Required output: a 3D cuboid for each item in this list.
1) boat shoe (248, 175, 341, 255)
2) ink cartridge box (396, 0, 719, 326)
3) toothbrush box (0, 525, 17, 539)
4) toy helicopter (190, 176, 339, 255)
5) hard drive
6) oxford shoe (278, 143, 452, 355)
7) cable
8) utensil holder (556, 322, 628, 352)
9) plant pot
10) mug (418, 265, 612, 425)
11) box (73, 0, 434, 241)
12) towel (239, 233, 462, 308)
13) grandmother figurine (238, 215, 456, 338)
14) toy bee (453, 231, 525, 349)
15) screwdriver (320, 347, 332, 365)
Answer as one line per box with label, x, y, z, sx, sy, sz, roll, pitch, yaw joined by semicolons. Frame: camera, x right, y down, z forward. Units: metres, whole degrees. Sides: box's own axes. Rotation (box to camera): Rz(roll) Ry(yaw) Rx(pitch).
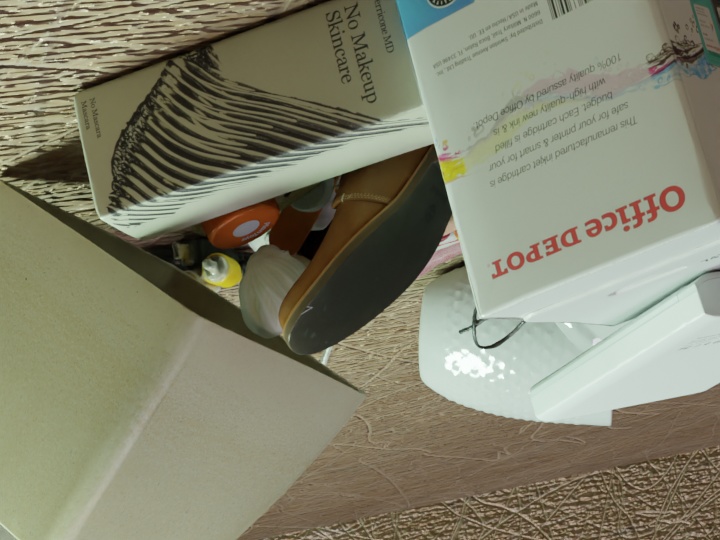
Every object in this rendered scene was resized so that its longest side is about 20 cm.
boat shoe;-0.040;-0.026;1.276;0.070;0.071;0.200;-10;167;-14
ink cartridge box;0.131;-0.088;0.949;0.146;0.202;0.145;-23;164;33
toothbrush box;-0.283;0.188;1.353;0.145;0.086;0.200;-9;165;-23
toy helicopter;-0.018;-0.075;1.121;0.198;0.079;0.132;-28;159;1
hard drive;0.197;0.039;1.031;0.130;0.027;0.200;-8;164;-24
oxford shoe;0.011;-0.039;1.052;0.201;0.071;0.071;-52;150;-9
cable;-0.105;0.009;1.391;0.096;0.051;0.199;-15;167;26
utensil holder;0.242;-0.040;1.313;0.169;0.172;0.200;-3;159;-38
plant pot;-0.152;0.088;1.142;0.199;0.178;0.199;30;180;35
mug;0.147;0.053;1.653;0.173;0.149;0.200;3;-161;8
box;-0.055;-0.087;1.015;0.198;0.083;0.068;-19;164;13
towel;0.013;-0.001;1.465;0.199;0.023;0.144;-15;169;-45
grandmother figurine;0.002;-0.019;1.135;0.199;0.061;0.122;-33;158;-35
toy bee;0.084;-0.054;1.280;0.130;0.109;0.201;4;132;-38
screwdriver;0.000;0.000;1.282;0.028;0.029;0.202;-19;132;-49
